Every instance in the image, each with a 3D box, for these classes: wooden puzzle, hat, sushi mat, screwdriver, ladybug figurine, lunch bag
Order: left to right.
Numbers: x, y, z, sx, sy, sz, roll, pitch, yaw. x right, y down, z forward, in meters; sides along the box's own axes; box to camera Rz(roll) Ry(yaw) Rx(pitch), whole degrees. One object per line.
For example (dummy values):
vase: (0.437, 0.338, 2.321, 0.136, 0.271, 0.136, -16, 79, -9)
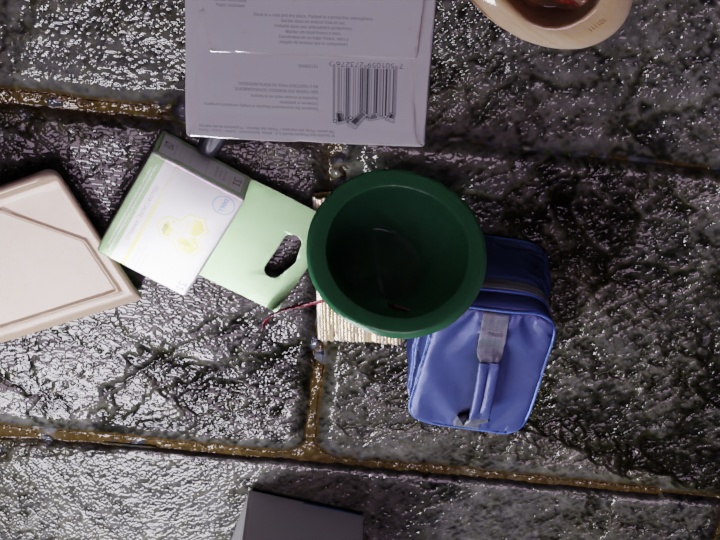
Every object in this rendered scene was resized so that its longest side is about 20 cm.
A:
wooden puzzle: (-0.348, -0.015, 1.603, 0.184, 0.037, 0.200, -16, 132, 16)
screwdriver: (-0.107, -0.183, 1.445, 0.028, 0.029, 0.200, 21, 129, -14)
sushi mat: (0.000, 0.000, 1.607, 0.095, 0.012, 0.201, 2, 131, 3)
hat: (0.020, 0.002, 1.563, 0.199, 0.167, 0.176, 22, 164, 4)
lunch bag: (0.118, 0.077, 1.588, 0.135, 0.133, 0.201, 7, 130, -3)
ladybug figurine: (0.150, -0.275, 1.323, 0.135, 0.072, 0.200, -33, 122, 28)

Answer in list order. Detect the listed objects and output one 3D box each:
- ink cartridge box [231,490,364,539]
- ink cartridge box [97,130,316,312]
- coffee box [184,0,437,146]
ink cartridge box: (-0.093, 0.394, 1.863, 0.146, 0.145, 0.201, 12, 131, -9)
ink cartridge box: (-0.144, -0.034, 1.555, 0.199, 0.048, 0.146, 28, 126, -11)
coffee box: (-0.035, -0.241, 1.277, 0.198, 0.198, 0.201, 3, 127, 1)
